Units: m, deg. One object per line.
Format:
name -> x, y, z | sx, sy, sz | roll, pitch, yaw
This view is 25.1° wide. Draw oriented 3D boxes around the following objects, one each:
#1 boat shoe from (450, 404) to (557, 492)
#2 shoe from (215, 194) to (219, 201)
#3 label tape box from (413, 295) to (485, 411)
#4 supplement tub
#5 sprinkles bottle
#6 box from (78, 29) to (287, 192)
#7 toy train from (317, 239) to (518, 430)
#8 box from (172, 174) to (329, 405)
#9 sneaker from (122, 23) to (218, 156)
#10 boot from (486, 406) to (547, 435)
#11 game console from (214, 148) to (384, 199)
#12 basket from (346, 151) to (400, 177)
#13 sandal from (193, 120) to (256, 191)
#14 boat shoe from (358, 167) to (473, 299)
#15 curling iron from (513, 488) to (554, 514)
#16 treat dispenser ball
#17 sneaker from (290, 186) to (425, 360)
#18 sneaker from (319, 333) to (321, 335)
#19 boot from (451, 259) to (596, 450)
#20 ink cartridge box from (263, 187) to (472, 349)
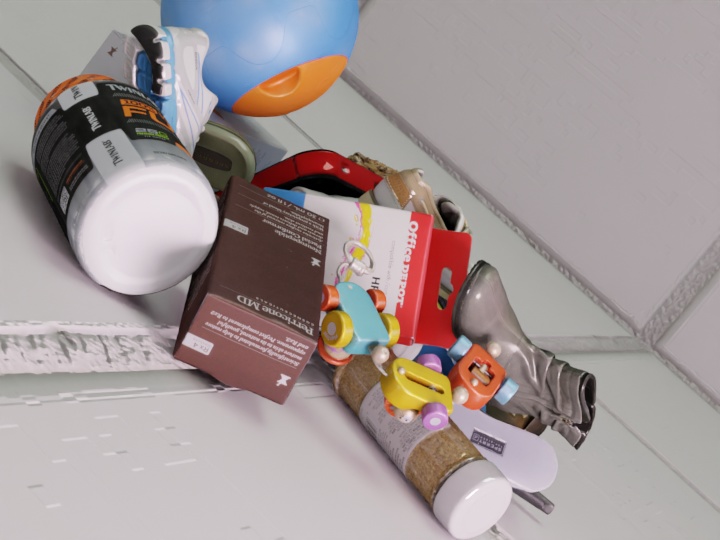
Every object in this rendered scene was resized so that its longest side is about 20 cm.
boat shoe -> 0.093, 0.159, 1.557 | 0.199, 0.074, 0.065 | 33, -19, -7
shoe -> -0.136, -0.033, 1.577 | 0.198, 0.054, 0.070 | 20, 33, -27
label tape box -> 0.070, 0.064, 1.678 | 0.201, 0.065, 0.144 | -95, 160, -56
supplement tub -> -0.202, -0.079, 1.339 | 0.122, 0.123, 0.200 | 30, 14, -38
sprinkles bottle -> 0.052, 0.146, 1.427 | 0.068, 0.068, 0.200 | 26, 17, -49
box -> -0.193, -0.145, 1.679 | 0.152, 0.107, 0.200 | 43, 11, 19
toy train -> 0.038, 0.072, 1.396 | 0.199, 0.056, 0.150 | 40, 32, -3
box -> -0.087, 0.012, 1.335 | 0.099, 0.075, 0.201 | 24, 30, -13
sneaker -> -0.167, -0.126, 1.466 | 0.086, 0.202, 0.075 | -16, 34, -43
boot -> 0.165, 0.145, 1.740 | 0.075, 0.097, 0.200 | 42, 11, 20
game console -> -0.059, -0.064, 1.678 | 0.199, 0.175, 0.031 | 24, 54, -55
basket -> -0.012, -0.045, 2.013 | 0.200, 0.147, 0.145 | 16, 58, -65
sandal -> -0.196, -0.119, 1.523 | 0.198, 0.081, 0.058 | 15, 38, 8
boat shoe -> 0.077, -0.033, 1.595 | 0.200, 0.068, 0.075 | 39, 19, -52
curling iron -> 0.115, 0.175, 1.608 | 0.200, 0.050, 0.026 | 44, 43, -1
treat dispenser ball -> -0.100, -0.255, 1.612 | 0.200, 0.202, 0.201 | 37, 11, -8
sneaker -> -0.017, 0.002, 1.552 | 0.115, 0.074, 0.201 | 13, 38, -38
sneaker -> -0.004, 0.047, 1.679 | 0.079, 0.066, 0.200 | 52, 12, 5
boot -> 0.160, 0.077, 1.488 | 0.130, 0.068, 0.201 | 22, -31, 29
ink cartridge box -> 0.000, 0.000, 1.480 | 0.197, 0.118, 0.067 | 9, -8, 2
